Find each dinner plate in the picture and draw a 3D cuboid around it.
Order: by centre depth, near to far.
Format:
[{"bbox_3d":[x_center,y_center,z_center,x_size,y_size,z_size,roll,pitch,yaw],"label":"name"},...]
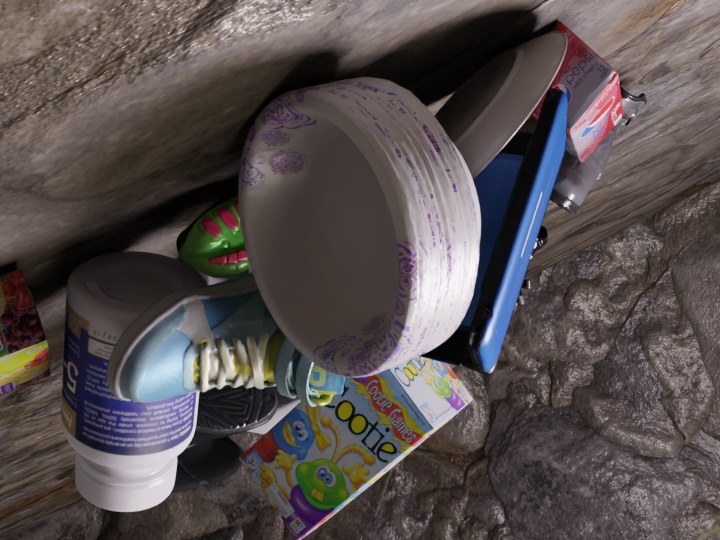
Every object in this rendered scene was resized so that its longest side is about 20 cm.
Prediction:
[{"bbox_3d":[0.084,-0.117,0.900,0.200,0.024,0.201,-45,-166,15],"label":"dinner plate"}]

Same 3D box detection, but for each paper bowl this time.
[{"bbox_3d":[0.006,-0.035,0.813,0.103,0.203,0.200,-19,170,-36],"label":"paper bowl"}]

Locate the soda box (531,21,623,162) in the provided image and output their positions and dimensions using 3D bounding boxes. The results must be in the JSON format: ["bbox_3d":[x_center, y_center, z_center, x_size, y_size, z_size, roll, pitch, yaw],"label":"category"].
[{"bbox_3d":[0.188,-0.154,1.021,0.064,0.070,0.200,-48,168,7],"label":"soda box"}]

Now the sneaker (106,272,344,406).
[{"bbox_3d":[-0.085,0.067,0.879,0.199,0.130,0.081,-26,134,-41],"label":"sneaker"}]

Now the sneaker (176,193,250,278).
[{"bbox_3d":[-0.074,-0.050,0.986,0.198,0.078,0.083,-19,-169,-35],"label":"sneaker"}]

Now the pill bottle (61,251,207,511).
[{"bbox_3d":[-0.196,0.098,0.979,0.119,0.119,0.203,-17,126,-43],"label":"pill bottle"}]

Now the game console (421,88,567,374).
[{"bbox_3d":[0.079,-0.035,0.890,0.117,0.203,0.171,17,169,13],"label":"game console"}]

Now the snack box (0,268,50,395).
[{"bbox_3d":[-0.355,0.081,0.922,0.197,0.069,0.169,-21,171,-18],"label":"snack box"}]

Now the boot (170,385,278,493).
[{"bbox_3d":[-0.148,0.169,1.158,0.162,0.067,0.201,-5,150,5],"label":"boot"}]

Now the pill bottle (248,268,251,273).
[{"bbox_3d":[0.000,0.000,1.078,0.198,0.116,0.114,-2,-173,38],"label":"pill bottle"}]

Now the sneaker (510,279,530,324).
[{"bbox_3d":[0.117,0.037,1.270,0.138,0.079,0.199,2,-158,41],"label":"sneaker"}]

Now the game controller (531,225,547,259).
[{"bbox_3d":[0.123,-0.039,1.241,0.103,0.043,0.200,-6,-168,-15],"label":"game controller"}]

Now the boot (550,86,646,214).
[{"bbox_3d":[0.241,-0.139,1.205,0.132,0.069,0.200,-56,176,21],"label":"boot"}]

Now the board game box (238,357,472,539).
[{"bbox_3d":[-0.005,0.156,1.125,0.200,0.103,0.105,-44,169,27],"label":"board game box"}]

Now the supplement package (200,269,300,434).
[{"bbox_3d":[-0.132,0.081,1.194,0.155,0.112,0.198,-31,147,33],"label":"supplement package"}]
